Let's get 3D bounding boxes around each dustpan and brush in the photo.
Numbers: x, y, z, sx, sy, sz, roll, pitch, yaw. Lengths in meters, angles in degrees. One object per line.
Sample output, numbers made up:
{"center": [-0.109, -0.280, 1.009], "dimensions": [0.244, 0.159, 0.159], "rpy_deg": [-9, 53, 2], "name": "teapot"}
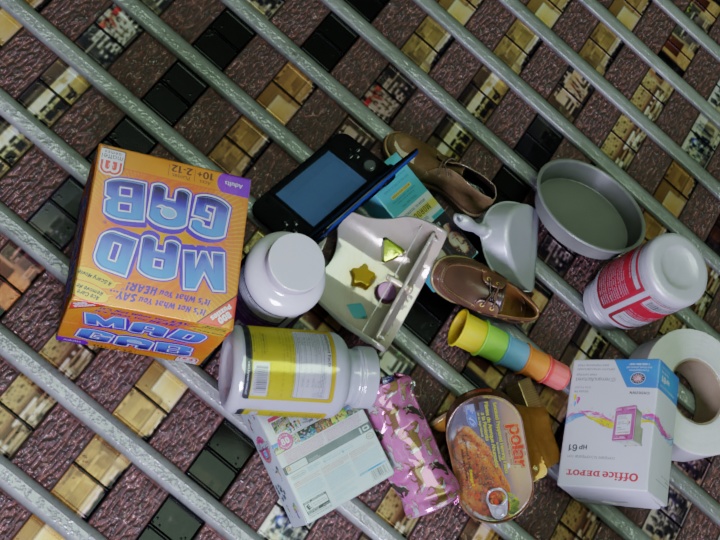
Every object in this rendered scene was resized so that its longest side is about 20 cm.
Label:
{"center": [0.208, -0.055, 1.630], "dimensions": [0.199, 0.056, 0.142], "rpy_deg": [26, 66, -55], "name": "dustpan and brush"}

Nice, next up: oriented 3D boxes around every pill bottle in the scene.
{"center": [-0.080, 0.134, 1.378], "dimensions": [0.196, 0.112, 0.114], "rpy_deg": [6, 71, -19], "name": "pill bottle"}
{"center": [-0.114, 0.018, 1.421], "dimensions": [0.110, 0.200, 0.115], "rpy_deg": [7, 70, -20], "name": "pill bottle"}
{"center": [0.433, 0.025, 1.640], "dimensions": [0.110, 0.200, 0.114], "rpy_deg": [7, 71, -20], "name": "pill bottle"}

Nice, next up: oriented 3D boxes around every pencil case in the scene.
{"center": [0.066, 0.245, 1.487], "dimensions": [0.082, 0.086, 0.203], "rpy_deg": [-16, 80, -48], "name": "pencil case"}

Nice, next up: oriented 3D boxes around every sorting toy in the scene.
{"center": [0.000, 0.000, 1.537], "dimensions": [0.178, 0.107, 0.202], "rpy_deg": [29, 71, 6], "name": "sorting toy"}

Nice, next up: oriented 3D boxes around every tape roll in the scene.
{"center": [0.517, 0.200, 1.690], "dimensions": [0.199, 0.071, 0.206], "rpy_deg": [7, 70, -20], "name": "tape roll"}

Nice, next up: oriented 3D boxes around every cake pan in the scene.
{"center": [0.365, -0.096, 1.708], "dimensions": [0.197, 0.037, 0.203], "rpy_deg": [14, 46, -15], "name": "cake pan"}

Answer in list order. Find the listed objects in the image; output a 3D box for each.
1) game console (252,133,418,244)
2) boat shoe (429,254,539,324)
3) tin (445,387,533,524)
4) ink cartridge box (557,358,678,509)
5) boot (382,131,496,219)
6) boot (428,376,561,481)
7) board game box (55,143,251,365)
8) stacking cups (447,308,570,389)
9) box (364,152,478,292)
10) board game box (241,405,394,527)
{"center": [-0.039, -0.126, 1.504], "dimensions": [0.170, 0.119, 0.199], "rpy_deg": [39, 67, 24], "name": "game console"}
{"center": [0.190, 0.030, 1.579], "dimensions": [0.198, 0.067, 0.073], "rpy_deg": [23, 87, -34], "name": "boat shoe"}
{"center": [0.182, 0.261, 1.498], "dimensions": [0.110, 0.042, 0.204], "rpy_deg": [-10, 108, 6], "name": "tin"}
{"center": [0.384, 0.240, 1.574], "dimensions": [0.084, 0.143, 0.203], "rpy_deg": [36, 58, -46], "name": "ink cartridge box"}
{"center": [0.127, -0.161, 1.648], "dimensions": [0.198, 0.075, 0.074], "rpy_deg": [33, 66, -8], "name": "boot"}
{"center": [0.203, 0.250, 1.548], "dimensions": [0.198, 0.071, 0.146], "rpy_deg": [-15, 80, -28], "name": "boot"}
{"center": [-0.269, -0.013, 1.369], "dimensions": [0.196, 0.200, 0.204], "rpy_deg": [12, 69, -18], "name": "board game box"}
{"center": [0.228, 0.130, 1.606], "dimensions": [0.198, 0.060, 0.061], "rpy_deg": [28, 65, -14], "name": "stacking cups"}
{"center": [0.083, -0.073, 1.615], "dimensions": [0.082, 0.049, 0.201], "rpy_deg": [-40, 90, -27], "name": "box"}
{"center": [-0.066, 0.224, 1.451], "dimensions": [0.146, 0.064, 0.203], "rpy_deg": [-23, 83, -26], "name": "board game box"}
